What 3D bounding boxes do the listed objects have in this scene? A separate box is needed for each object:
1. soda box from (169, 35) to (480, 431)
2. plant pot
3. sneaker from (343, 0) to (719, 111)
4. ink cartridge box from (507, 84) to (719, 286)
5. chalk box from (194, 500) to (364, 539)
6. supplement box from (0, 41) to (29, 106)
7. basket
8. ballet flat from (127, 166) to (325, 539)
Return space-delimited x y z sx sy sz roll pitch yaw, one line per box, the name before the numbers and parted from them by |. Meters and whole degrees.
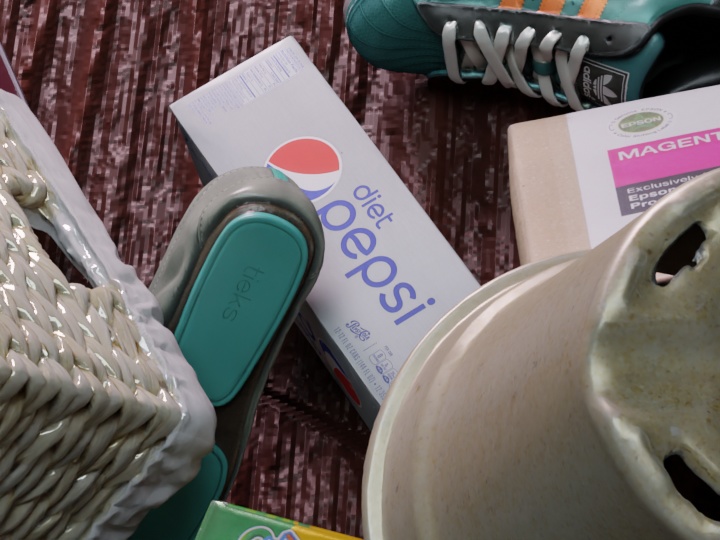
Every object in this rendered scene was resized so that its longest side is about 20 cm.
soda box | 0.000 0.000 1.238 0.063 0.068 0.200 -31 57 -8
plant pot | 0.115 0.057 0.965 0.199 0.184 0.201 4 69 -10
sneaker | 0.092 -0.102 1.284 0.199 0.072 0.080 -6 52 5
ink cartridge box | 0.161 -0.011 1.171 0.199 0.075 0.165 -11 27 4
chalk box | -0.016 0.174 1.096 0.199 0.125 0.124 15 62 18
supplement box | -0.243 -0.047 1.318 0.199 0.061 0.109 -24 57 -4
basket | -0.198 0.043 1.149 0.200 0.161 0.199 -46 56 18
ballet flat | -0.072 0.049 1.201 0.067 0.201 0.064 25 15 -15
